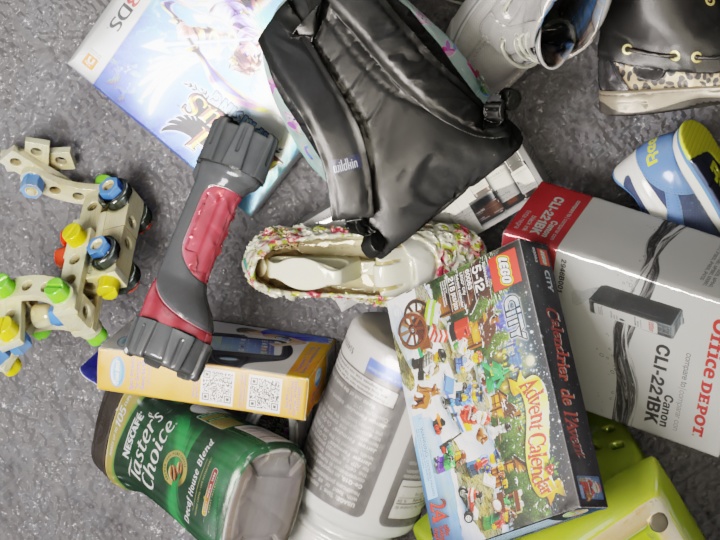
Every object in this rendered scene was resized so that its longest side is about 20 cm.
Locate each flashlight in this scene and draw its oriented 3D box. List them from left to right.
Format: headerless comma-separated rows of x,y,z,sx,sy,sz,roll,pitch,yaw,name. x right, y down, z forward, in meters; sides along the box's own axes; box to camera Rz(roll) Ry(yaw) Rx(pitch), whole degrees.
-0.119,-0.017,1.335,0.067,0.068,0.202,25,82,-15,flashlight

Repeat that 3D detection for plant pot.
0.180,0.247,1.334,0.199,0.181,0.200,-31,98,-5,plant pot

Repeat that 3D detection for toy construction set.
-0.246,-0.018,1.409,0.130,0.092,0.202,-13,63,22,toy construction set

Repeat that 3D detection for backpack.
0.007,-0.129,1.293,0.166,0.127,0.201,-39,92,-5,backpack

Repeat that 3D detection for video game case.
-0.108,-0.177,1.390,0.199,0.045,0.182,39,107,0,video game case

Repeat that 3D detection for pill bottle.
0.011,0.147,1.406,0.113,0.114,0.202,23,105,4,pill bottle

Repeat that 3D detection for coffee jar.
-0.139,0.154,1.406,0.199,0.085,0.106,25,104,43,coffee jar

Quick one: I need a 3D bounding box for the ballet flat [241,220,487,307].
0.000,0.000,1.349,0.197,0.064,0.077,-3,103,10,ballet flat

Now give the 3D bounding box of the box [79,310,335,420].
-0.128,0.074,1.412,0.197,0.119,0.042,10,105,7,box

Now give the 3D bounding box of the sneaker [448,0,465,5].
0.060,-0.241,1.327,0.197,0.079,0.075,3,102,6,sneaker

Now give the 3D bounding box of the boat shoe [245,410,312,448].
-0.088,0.192,1.457,0.071,0.069,0.202,24,106,4,boat shoe

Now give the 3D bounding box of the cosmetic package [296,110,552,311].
0.050,-0.053,1.387,0.199,0.051,0.083,-31,95,15,cosmetic package

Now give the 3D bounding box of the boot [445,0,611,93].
0.124,-0.180,1.290,0.073,0.096,0.201,11,132,-22,boot

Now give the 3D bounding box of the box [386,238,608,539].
0.097,0.095,1.261,0.136,0.037,0.202,-27,66,38,box

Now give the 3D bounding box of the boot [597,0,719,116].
0.268,-0.206,1.304,0.198,0.073,0.152,-9,101,17,boot

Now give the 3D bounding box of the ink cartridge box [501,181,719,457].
0.208,0.037,1.315,0.198,0.084,0.146,18,129,20,ink cartridge box

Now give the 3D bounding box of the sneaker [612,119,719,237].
0.266,-0.018,1.346,0.082,0.074,0.202,-18,105,29,sneaker
